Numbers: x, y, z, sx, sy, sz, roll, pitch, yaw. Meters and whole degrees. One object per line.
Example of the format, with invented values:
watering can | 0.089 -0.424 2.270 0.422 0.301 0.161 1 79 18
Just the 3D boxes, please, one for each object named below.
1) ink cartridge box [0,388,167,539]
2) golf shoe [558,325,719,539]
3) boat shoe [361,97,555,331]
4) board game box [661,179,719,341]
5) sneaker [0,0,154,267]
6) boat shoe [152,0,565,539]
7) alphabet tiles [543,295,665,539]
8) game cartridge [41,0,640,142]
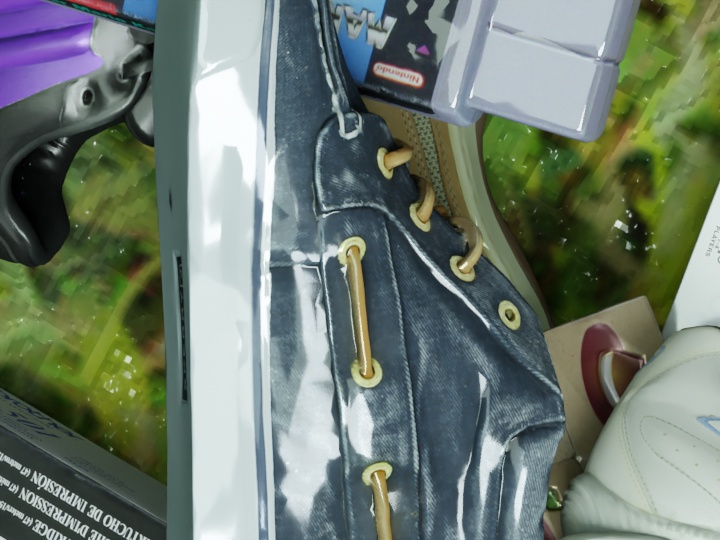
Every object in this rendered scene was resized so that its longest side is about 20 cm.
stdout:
ink cartridge box | -0.057 0.114 0.798 0.199 0.044 0.094 28 96 24
golf shoe | 0.148 0.077 0.712 0.199 0.078 0.098 23 70 -3
boat shoe | 0.000 0.000 0.778 0.071 0.076 0.201 -22 77 38
board game box | 0.136 0.060 0.772 0.135 0.034 0.201 21 94 14
sneaker | -0.066 -0.088 0.811 0.099 0.070 0.201 37 107 12
boat shoe | -0.001 -0.008 0.704 0.090 0.071 0.202 -1 95 -12
alphabet tiles | 0.062 0.116 0.734 0.166 0.008 0.201 -19 84 -10
game cartridge | -0.018 -0.117 0.737 0.199 0.038 0.130 17 93 16
